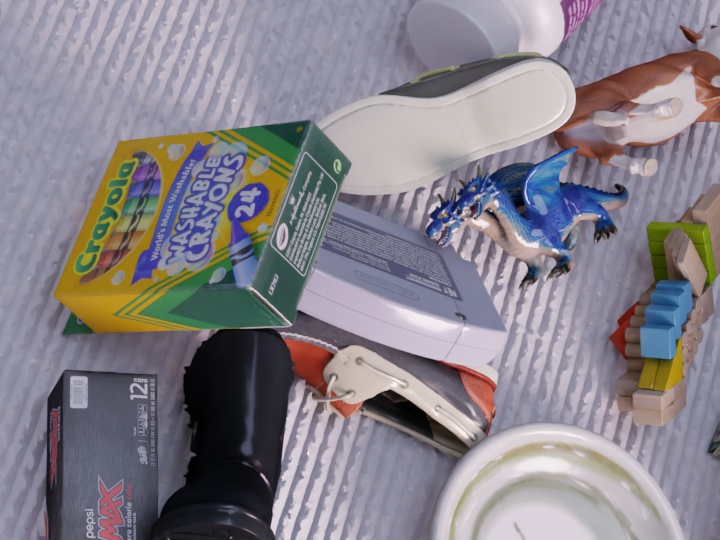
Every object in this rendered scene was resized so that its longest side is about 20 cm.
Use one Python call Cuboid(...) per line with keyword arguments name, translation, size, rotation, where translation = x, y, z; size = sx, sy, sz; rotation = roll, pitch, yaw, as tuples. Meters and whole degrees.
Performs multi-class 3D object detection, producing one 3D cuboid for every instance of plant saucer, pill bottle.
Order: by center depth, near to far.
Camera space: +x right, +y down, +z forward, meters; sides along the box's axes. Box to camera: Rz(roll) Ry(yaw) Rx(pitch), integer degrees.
Cuboid(name="plant saucer", translation=(0.130, 0.206, 1.544), size=(0.200, 0.050, 0.200), rotation=(8, 69, -22))
Cuboid(name="pill bottle", translation=(0.125, -0.223, 1.671), size=(0.112, 0.112, 0.200), rotation=(44, 60, -3))

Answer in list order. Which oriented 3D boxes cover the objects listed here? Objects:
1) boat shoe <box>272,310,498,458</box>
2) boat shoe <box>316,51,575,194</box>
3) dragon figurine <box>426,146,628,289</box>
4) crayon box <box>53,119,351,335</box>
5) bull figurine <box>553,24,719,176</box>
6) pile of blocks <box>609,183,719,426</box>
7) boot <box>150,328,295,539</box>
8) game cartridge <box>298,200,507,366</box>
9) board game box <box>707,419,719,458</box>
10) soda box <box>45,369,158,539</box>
Cuboid(name="boat shoe", translation=(0.003, 0.074, 1.532), size=(0.200, 0.071, 0.063), rotation=(20, 67, -21))
Cuboid(name="boat shoe", translation=(0.055, -0.105, 1.591), size=(0.201, 0.060, 0.072), rotation=(-16, 105, 10))
Cuboid(name="dragon figurine", translation=(0.132, -0.054, 1.616), size=(0.200, 0.059, 0.100), rotation=(-36, 101, -38))
Cuboid(name="crayon box", translation=(-0.115, -0.025, 1.442), size=(0.052, 0.200, 0.126), rotation=(45, 54, -40))
Cuboid(name="bull figurine", translation=(0.238, -0.131, 1.696), size=(0.200, 0.121, 0.065), rotation=(-26, 116, -22))
Cuboid(name="pile of blocks", translation=(0.217, 0.021, 1.642), size=(0.082, 0.062, 0.200), rotation=(58, 45, -45))
Cuboid(name="boot", translation=(-0.085, 0.110, 1.410), size=(0.076, 0.200, 0.168), rotation=(3, 70, 1))
Cuboid(name="game cartridge", translation=(0.000, 0.000, 1.522), size=(0.200, 0.042, 0.133), rotation=(21, 28, -24))
Cuboid(name="board game box", translation=(0.341, 0.078, 1.703), size=(0.105, 0.023, 0.200), rotation=(30, 62, -8))
Cuboid(name="soda box", translation=(-0.164, 0.167, 1.416), size=(0.063, 0.071, 0.200), rotation=(4, 70, -16))
